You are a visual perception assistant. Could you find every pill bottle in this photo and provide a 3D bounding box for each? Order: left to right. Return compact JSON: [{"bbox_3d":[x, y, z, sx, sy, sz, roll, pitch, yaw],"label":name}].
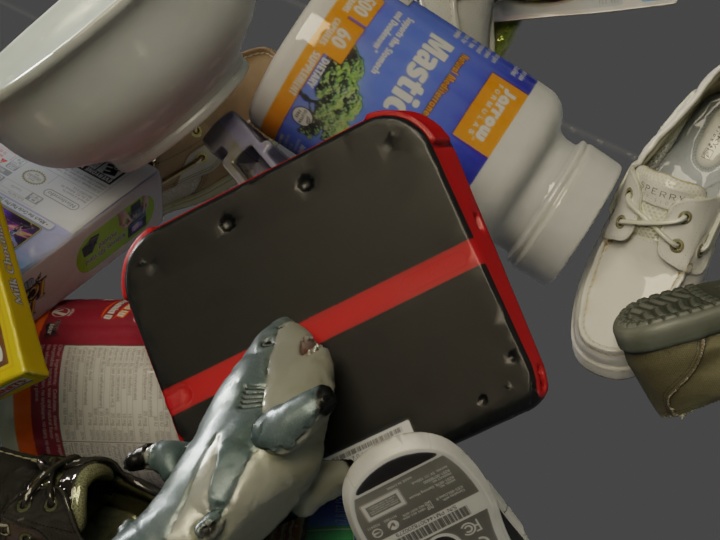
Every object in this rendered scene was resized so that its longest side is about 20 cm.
[{"bbox_3d":[-0.096,0.071,1.246,0.199,0.110,0.110,0,62,15],"label":"pill bottle"},{"bbox_3d":[0.046,-0.079,1.261,0.200,0.112,0.112,32,72,1],"label":"pill bottle"}]

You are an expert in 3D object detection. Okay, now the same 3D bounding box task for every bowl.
[{"bbox_3d":[-0.127,-0.119,1.238,0.201,0.090,0.201,-36,16,12],"label":"bowl"}]

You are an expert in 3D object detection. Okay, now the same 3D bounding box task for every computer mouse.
[{"bbox_3d":[0.058,0.154,1.121,0.109,0.200,0.044,-26,26,9],"label":"computer mouse"}]

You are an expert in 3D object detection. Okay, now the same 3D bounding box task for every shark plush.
[{"bbox_3d":[-0.083,0.113,1.099,0.200,0.091,0.083,-47,61,-5],"label":"shark plush"}]

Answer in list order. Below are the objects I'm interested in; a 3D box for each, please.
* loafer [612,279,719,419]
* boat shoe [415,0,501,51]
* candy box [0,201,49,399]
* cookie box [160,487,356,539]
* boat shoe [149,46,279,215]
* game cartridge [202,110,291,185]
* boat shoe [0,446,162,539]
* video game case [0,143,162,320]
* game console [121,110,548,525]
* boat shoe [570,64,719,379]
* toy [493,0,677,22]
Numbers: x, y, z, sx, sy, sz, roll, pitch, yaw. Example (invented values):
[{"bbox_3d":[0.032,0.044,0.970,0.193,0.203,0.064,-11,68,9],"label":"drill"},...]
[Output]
[{"bbox_3d":[0.239,0.033,1.210,0.199,0.070,0.075,-12,15,-1],"label":"loafer"},{"bbox_3d":[0.058,-0.188,1.335,0.070,0.071,0.201,-18,81,24],"label":"boat shoe"},{"bbox_3d":[-0.234,-0.017,1.162,0.102,0.026,0.201,-26,70,23],"label":"candy box"},{"bbox_3d":[-0.092,0.206,1.191,0.199,0.075,0.172,-6,61,13],"label":"cookie box"},{"bbox_3d":[-0.124,-0.078,1.360,0.200,0.066,0.074,-36,60,-6],"label":"boat shoe"},{"bbox_3d":[0.000,0.000,1.249,0.038,0.130,0.200,-46,59,9],"label":"game cartridge"},{"bbox_3d":[-0.144,0.125,1.135,0.200,0.066,0.072,22,43,5],"label":"boat shoe"},{"bbox_3d":[-0.248,-0.037,1.273,0.200,0.046,0.181,28,48,27],"label":"video game case"},{"bbox_3d":[-0.019,0.027,1.153,0.199,0.031,0.177,-26,79,17],"label":"game console"},{"bbox_3d":[0.173,-0.035,1.255,0.071,0.069,0.201,20,70,21],"label":"boat shoe"},{"bbox_3d":[0.095,-0.214,1.389,0.199,0.047,0.116,-7,62,12],"label":"toy"}]
